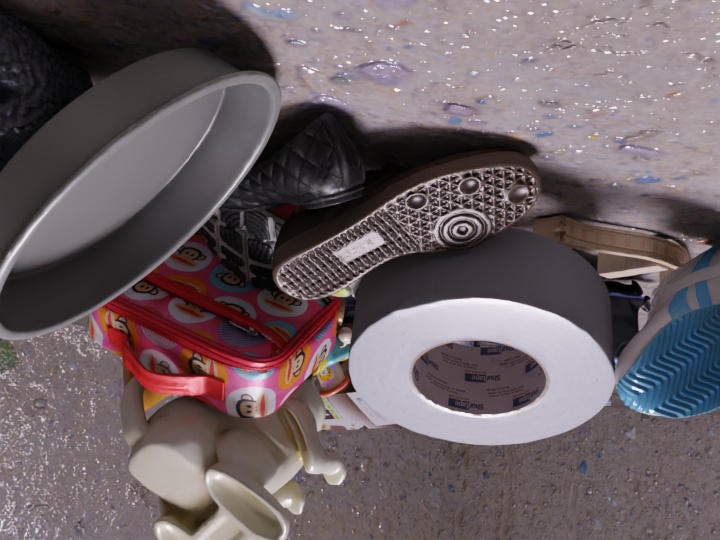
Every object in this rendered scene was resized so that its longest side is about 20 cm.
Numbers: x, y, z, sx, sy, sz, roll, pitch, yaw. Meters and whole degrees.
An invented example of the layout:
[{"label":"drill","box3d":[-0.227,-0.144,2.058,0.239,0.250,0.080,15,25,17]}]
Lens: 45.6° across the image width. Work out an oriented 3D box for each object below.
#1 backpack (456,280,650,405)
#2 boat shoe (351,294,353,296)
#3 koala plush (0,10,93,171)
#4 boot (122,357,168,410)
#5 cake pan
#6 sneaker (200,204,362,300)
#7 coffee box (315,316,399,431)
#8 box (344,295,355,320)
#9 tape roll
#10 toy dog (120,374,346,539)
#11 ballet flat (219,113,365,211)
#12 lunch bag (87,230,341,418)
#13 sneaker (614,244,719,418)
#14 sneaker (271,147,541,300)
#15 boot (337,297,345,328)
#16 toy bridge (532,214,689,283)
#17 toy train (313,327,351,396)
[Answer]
[{"label":"backpack","box3d":[0.169,0.064,0.873,0.198,0.156,0.189,14,176,-39]},{"label":"boat shoe","box3d":[0.000,0.000,0.838,0.070,0.073,0.200,5,171,4]},{"label":"koala plush","box3d":[-0.250,-0.037,0.470,0.181,0.203,0.177,10,169,-15]},{"label":"boot","box3d":[-0.155,0.084,0.863,0.142,0.072,0.201,-1,-165,-3]},{"label":"cake pan","box3d":[-0.127,-0.044,0.465,0.037,0.200,0.200,46,171,5]},{"label":"sneaker","box3d":[-0.036,-0.028,0.708,0.197,0.085,0.078,15,130,4]},{"label":"coffee box","box3d":[0.021,0.117,0.999,0.198,0.114,0.080,-8,136,27]},{"label":"box","box3d":[0.046,0.067,1.058,0.197,0.044,0.161,7,141,11]},{"label":"tape roll","box3d":[0.091,0.056,0.652,0.197,0.067,0.202,5,142,4]},{"label":"toy dog","box3d":[-0.106,0.147,0.764,0.193,0.140,0.200,37,-146,5]},{"label":"ballet flat","box3d":[-0.063,-0.073,0.604,0.066,0.058,0.199,-20,-166,-36]},{"label":"lunch bag","box3d":[-0.132,0.041,0.730,0.198,0.083,0.176,22,-145,18]},{"label":"sneaker","box3d":[0.252,0.044,0.645,0.199,0.077,0.080,-32,-167,-29]},{"label":"sneaker","box3d":[0.024,-0.049,0.588,0.198,0.076,0.071,-20,133,19]},{"label":"boot","box3d":[-0.133,0.019,0.911,0.197,0.067,0.175,1,-158,-18]},{"label":"toy bridge","box3d":[0.232,-0.012,0.725,0.198,0.028,0.067,16,165,-35]},{"label":"toy train","box3d":[0.008,0.079,0.901,0.198,0.056,0.150,-25,176,-7]}]
